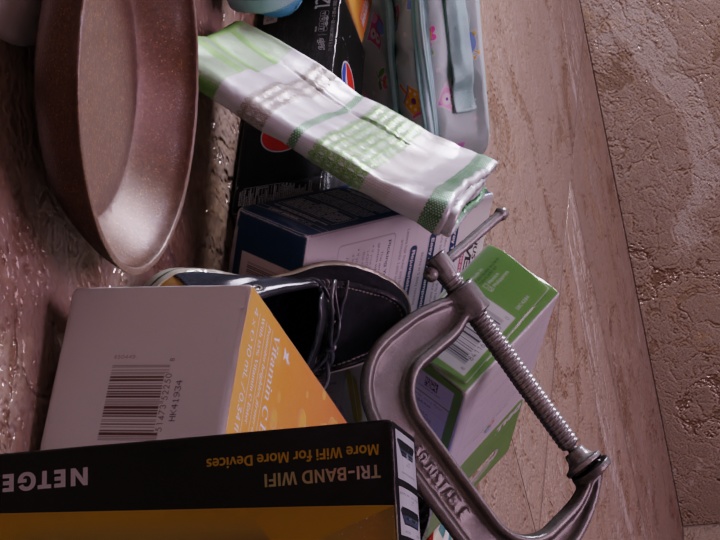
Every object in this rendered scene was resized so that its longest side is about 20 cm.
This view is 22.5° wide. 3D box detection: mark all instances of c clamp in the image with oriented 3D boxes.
[{"bbox_3d":[0.085,0.079,1.084,0.171,0.027,0.200,-31,90,-35],"label":"c clamp"}]

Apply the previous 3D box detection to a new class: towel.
[{"bbox_3d":[-0.014,-0.094,1.118,0.031,0.200,0.149,-60,175,17],"label":"towel"}]

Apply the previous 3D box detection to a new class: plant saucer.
[{"bbox_3d":[-0.127,-0.099,0.933,0.200,0.036,0.201,3,90,-80],"label":"plant saucer"}]

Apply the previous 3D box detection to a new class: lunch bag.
[{"bbox_3d":[0.035,-0.181,1.413,0.160,0.077,0.201,17,-63,64],"label":"lunch bag"}]

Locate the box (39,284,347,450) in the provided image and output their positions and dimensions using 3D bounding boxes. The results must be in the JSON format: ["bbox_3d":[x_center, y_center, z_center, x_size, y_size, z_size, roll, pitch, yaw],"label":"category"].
[{"bbox_3d":[-0.077,0.107,0.933,0.200,0.097,0.125,59,33,-58],"label":"box"}]

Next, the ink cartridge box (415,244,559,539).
[{"bbox_3d":[0.064,0.086,1.209,0.104,0.059,0.200,-44,160,-30],"label":"ink cartridge box"}]

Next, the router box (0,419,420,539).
[{"bbox_3d":[-0.073,0.150,0.745,0.052,0.199,0.158,46,39,-72],"label":"router box"}]

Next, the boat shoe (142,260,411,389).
[{"bbox_3d":[-0.038,0.034,1.037,0.200,0.062,0.075,4,108,-46],"label":"boat shoe"}]

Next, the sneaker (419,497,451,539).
[{"bbox_3d":[0.035,0.200,1.427,0.093,0.070,0.201,-111,-172,-76],"label":"sneaker"}]

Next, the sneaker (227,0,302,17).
[{"bbox_3d":[-0.073,-0.206,1.151,0.200,0.079,0.131,-71,149,-57],"label":"sneaker"}]

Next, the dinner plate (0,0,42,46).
[{"bbox_3d":[-0.172,-0.212,0.888,0.200,0.024,0.201,-8,90,-76],"label":"dinner plate"}]

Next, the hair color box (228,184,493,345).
[{"bbox_3d":[0.000,0.000,1.170,0.200,0.060,0.100,-14,121,-50],"label":"hair color box"}]

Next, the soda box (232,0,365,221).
[{"bbox_3d":[-0.040,-0.099,1.253,0.071,0.063,0.201,67,23,-49],"label":"soda box"}]

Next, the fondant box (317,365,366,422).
[{"bbox_3d":[-0.014,0.108,1.272,0.200,0.058,0.145,-82,159,-48],"label":"fondant box"}]

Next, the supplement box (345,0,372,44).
[{"bbox_3d":[-0.047,-0.254,1.297,0.067,0.068,0.200,-78,159,-46],"label":"supplement box"}]
